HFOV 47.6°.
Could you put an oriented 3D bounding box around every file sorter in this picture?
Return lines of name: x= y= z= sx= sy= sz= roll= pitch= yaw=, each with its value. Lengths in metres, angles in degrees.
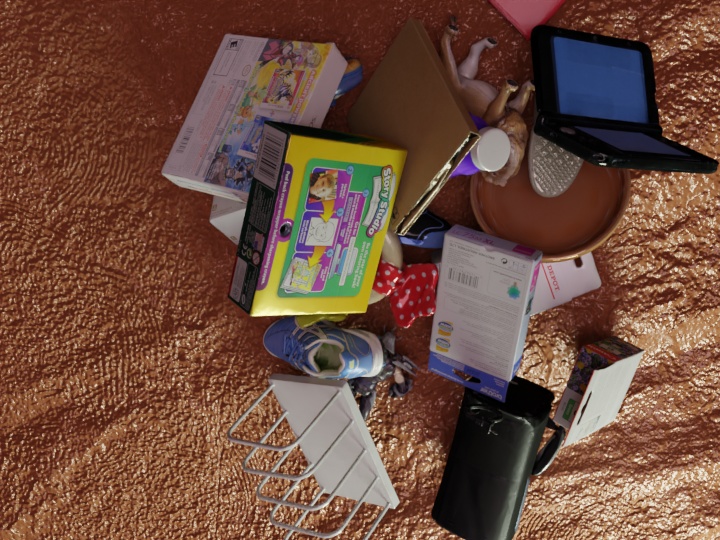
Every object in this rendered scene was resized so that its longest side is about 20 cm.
file sorter: x=-0.064 y=0.256 z=1.054 sx=0.137 sy=0.124 sz=0.203 roll=-1 pitch=121 yaw=41

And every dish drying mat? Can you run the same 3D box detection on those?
dish drying mat: x=0.251 y=-0.387 z=1.007 sx=0.077 sy=0.018 sz=0.200 roll=41 pitch=104 yaw=-7

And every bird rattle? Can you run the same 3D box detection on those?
bird rattle: x=0.000 y=0.000 z=1.038 sx=0.196 sy=0.113 sz=0.166 roll=-7 pitch=113 yaw=25

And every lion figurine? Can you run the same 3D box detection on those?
lion figurine: x=0.148 y=-0.212 z=1.019 sx=0.071 sy=0.202 sz=0.124 roll=-12 pitch=146 yaw=-32

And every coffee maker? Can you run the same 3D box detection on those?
coffee maker: x=0.165 y=0.256 z=1.094 sx=0.190 sy=0.134 sz=0.204 roll=-2 pitch=110 yaw=-43

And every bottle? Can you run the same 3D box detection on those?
bottle: x=0.103 y=-0.156 z=0.981 sx=0.064 sy=0.199 sz=0.086 roll=-9 pitch=107 yaw=-25

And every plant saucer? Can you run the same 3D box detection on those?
plant saucer: x=0.237 y=-0.100 z=1.025 sx=0.195 sy=0.038 sz=0.205 roll=-6 pitch=67 yaw=14

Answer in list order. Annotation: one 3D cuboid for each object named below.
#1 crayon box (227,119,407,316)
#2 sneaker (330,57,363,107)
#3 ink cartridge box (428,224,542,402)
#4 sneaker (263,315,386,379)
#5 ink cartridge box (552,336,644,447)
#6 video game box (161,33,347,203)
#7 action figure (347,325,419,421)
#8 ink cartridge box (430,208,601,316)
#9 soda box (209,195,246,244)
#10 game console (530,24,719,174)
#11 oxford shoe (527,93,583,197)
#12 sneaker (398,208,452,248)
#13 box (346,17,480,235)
crayon box: x=-0.047 y=-0.054 z=0.919 sx=0.170 sy=0.058 sz=0.204 roll=0 pitch=112 yaw=-42
sneaker: x=-0.074 y=-0.199 z=1.051 sx=0.197 sy=0.076 sz=0.089 roll=-25 pitch=110 yaw=18
ink cartridge box: x=0.151 y=0.055 z=1.022 sx=0.117 sy=0.042 sz=0.204 roll=19 pitch=118 yaw=25
sneaker: x=-0.062 y=0.099 z=1.084 sx=0.197 sy=0.076 sz=0.078 roll=4 pitch=96 yaw=39
ink cartridge box: x=0.299 y=0.152 z=1.056 sx=0.050 sy=0.198 sz=0.111 roll=27 pitch=107 yaw=32
video game box: x=-0.128 y=-0.183 z=0.980 sx=0.180 sy=0.047 sz=0.203 roll=15 pitch=77 yaw=36
action figure: x=0.001 y=0.165 z=1.140 sx=0.128 sy=0.069 sz=0.203 roll=28 pitch=101 yaw=3
ink cartridge box: x=0.204 y=-0.001 z=1.083 sx=0.196 sy=0.068 sz=0.118 roll=-21 pitch=103 yaw=8
soda box: x=-0.095 y=-0.098 z=1.030 sx=0.197 sy=0.069 sz=0.064 roll=-15 pitch=143 yaw=29
game console: x=0.307 y=-0.198 z=0.946 sx=0.196 sy=0.176 sz=0.119 roll=-1 pitch=116 yaw=-27
oxford shoe: x=0.243 y=-0.188 z=1.012 sx=0.073 sy=0.058 sz=0.205 roll=8 pitch=83 yaw=-10
sneaker: x=0.034 y=-0.091 z=1.067 sx=0.196 sy=0.070 sz=0.079 roll=17 pitch=112 yaw=0
box: x=0.055 y=-0.172 z=0.969 sx=0.021 sy=0.203 sz=0.164 roll=8 pitch=136 yaw=-34
